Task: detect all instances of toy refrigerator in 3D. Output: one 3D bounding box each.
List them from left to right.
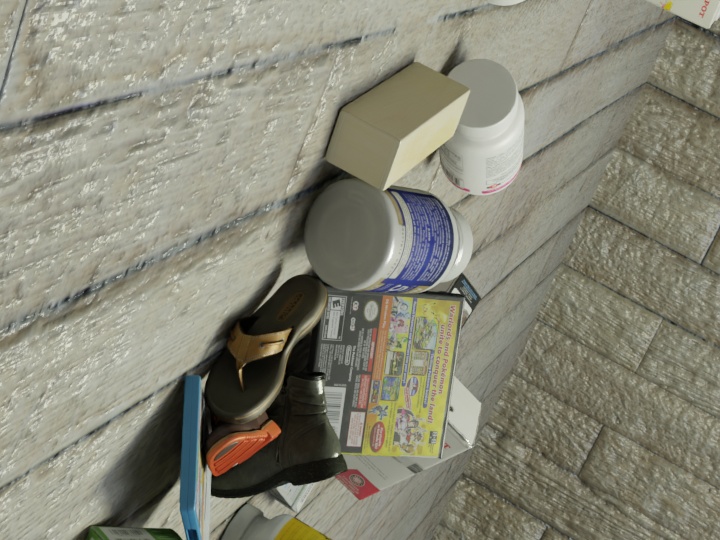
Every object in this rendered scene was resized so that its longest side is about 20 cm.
[{"bbox_3d":[0.043,-0.158,1.571,0.200,0.075,0.070,-42,156,-57],"label":"toy refrigerator"}]

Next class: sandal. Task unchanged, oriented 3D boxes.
[{"bbox_3d":[-0.100,0.072,1.501,0.200,0.081,0.055,-53,147,-29],"label":"sandal"}]

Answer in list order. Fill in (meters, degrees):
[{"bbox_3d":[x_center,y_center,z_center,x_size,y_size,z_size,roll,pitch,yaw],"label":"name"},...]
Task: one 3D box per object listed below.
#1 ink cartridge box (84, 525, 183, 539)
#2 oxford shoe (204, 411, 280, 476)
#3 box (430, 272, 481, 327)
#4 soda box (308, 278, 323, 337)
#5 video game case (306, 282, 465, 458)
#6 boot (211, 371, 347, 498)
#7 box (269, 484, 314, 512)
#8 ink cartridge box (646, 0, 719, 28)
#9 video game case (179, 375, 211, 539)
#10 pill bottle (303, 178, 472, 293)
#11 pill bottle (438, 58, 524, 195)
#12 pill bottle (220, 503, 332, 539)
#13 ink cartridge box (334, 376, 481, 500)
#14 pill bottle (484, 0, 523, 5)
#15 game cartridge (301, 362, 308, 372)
[{"bbox_3d":[-0.252,0.356,1.440,0.103,0.059,0.201,12,107,-44],"label":"ink cartridge box"},{"bbox_3d":[-0.141,0.168,1.532,0.071,0.073,0.200,-36,174,2],"label":"oxford shoe"},{"bbox_3d":[0.075,0.092,2.079,0.060,0.116,0.201,51,60,-28],"label":"box"},{"bbox_3d":[0.000,0.000,1.733,0.201,0.068,0.064,-60,164,-3],"label":"soda box"},{"bbox_3d":[0.025,0.120,1.699,0.025,0.179,0.202,-148,-116,-69],"label":"video game case"},{"bbox_3d":[-0.105,0.187,1.666,0.068,0.199,0.132,-10,84,-57],"label":"boot"},{"bbox_3d":[-0.076,0.244,1.989,0.157,0.041,0.200,-59,167,-13],"label":"box"},{"bbox_3d":[0.542,-0.529,2.412,0.145,0.199,0.148,-44,158,-50],"label":"ink cartridge box"},{"bbox_3d":[-0.170,0.217,1.493,0.201,0.018,0.144,94,-4,-60],"label":"video game case"},{"bbox_3d":[0.039,-0.035,1.599,0.199,0.119,0.121,4,115,-55],"label":"pill bottle"},{"bbox_3d":[0.154,-0.184,1.849,0.114,0.113,0.200,-58,166,-13],"label":"pill bottle"},{"bbox_3d":[-0.086,0.393,1.905,0.112,0.199,0.112,-55,165,-23],"label":"pill bottle"},{"bbox_3d":[0.033,0.188,1.830,0.199,0.146,0.085,-29,-154,35],"label":"ink cartridge box"},{"bbox_3d":[0.157,-0.370,1.502,0.113,0.112,0.200,-56,165,-21],"label":"pill bottle"},{"bbox_3d":[-0.029,0.137,1.773,0.201,0.041,0.133,-54,-149,0],"label":"game cartridge"}]
